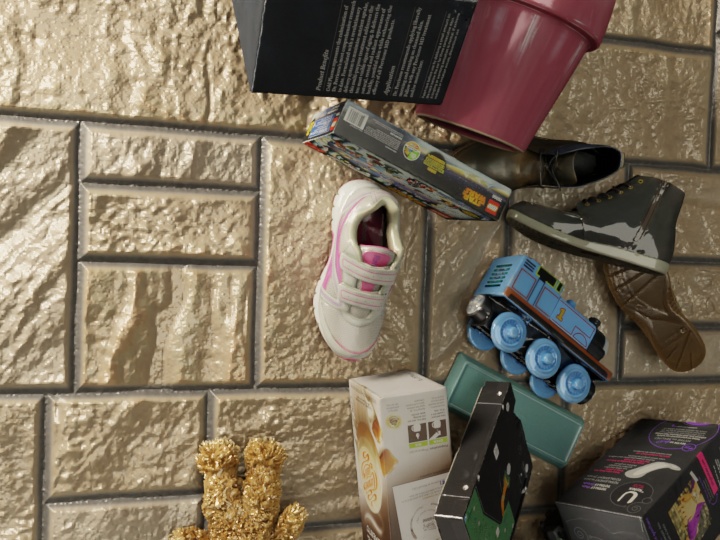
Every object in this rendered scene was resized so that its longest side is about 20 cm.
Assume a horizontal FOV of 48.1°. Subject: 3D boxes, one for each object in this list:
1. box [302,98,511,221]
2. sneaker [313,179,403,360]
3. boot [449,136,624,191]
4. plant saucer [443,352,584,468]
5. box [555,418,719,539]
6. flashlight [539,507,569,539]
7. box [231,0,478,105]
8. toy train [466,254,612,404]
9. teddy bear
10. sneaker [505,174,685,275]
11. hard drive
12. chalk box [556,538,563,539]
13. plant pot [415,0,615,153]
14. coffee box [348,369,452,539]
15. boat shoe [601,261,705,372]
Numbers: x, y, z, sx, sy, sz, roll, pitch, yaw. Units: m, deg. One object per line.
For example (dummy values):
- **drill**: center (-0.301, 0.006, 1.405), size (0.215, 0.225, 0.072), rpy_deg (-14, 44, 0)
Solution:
- **box**: center (0.045, -0.112, 0.863), size (0.199, 0.137, 0.040), rpy_deg (26, 87, -17)
- **sneaker**: center (0.000, 0.000, 0.879), size (0.080, 0.088, 0.202), rpy_deg (4, 92, -18)
- **boot**: center (0.204, -0.127, 0.933), size (0.198, 0.097, 0.076), rpy_deg (-6, 94, -18)
- **plant saucer**: center (0.188, 0.174, 0.986), size (0.199, 0.019, 0.070), rpy_deg (29, 85, -18)
- **box**: center (0.347, 0.273, 0.957), size (0.199, 0.122, 0.107), rpy_deg (-28, 101, -35)
- **flashlight**: center (0.292, 0.386, 1.009), size (0.068, 0.068, 0.201), rpy_deg (-28, 96, -10)
- **box**: center (-0.017, -0.273, 0.790), size (0.194, 0.201, 0.125), rpy_deg (1, 136, -18)
- **toy train**: center (0.215, 0.073, 0.956), size (0.199, 0.087, 0.115), rpy_deg (37, 76, -16)
- **teddy bear**: center (-0.127, 0.276, 0.865), size (0.144, 0.067, 0.202), rpy_deg (17, 87, -15)
- **sneaker**: center (0.278, -0.072, 0.959), size (0.198, 0.075, 0.107), rpy_deg (17, 87, 1)
- **hard drive**: center (0.139, 0.239, 0.886), size (0.201, 0.037, 0.141), rpy_deg (-58, 137, -47)
- **chalk box**: center (0.209, 0.407, 0.932), size (0.124, 0.200, 0.124), rpy_deg (-35, 70, -15)
- **plant pot**: center (0.146, -0.232, 0.866), size (0.198, 0.200, 0.181), rpy_deg (18, 98, -18)
- **coffee box**: center (0.047, 0.222, 0.893), size (0.079, 0.114, 0.202), rpy_deg (-7, 94, -17)
- **boat shoe**: center (0.361, 0.035, 1.018), size (0.073, 0.063, 0.201), rpy_deg (-28, 99, 12)
